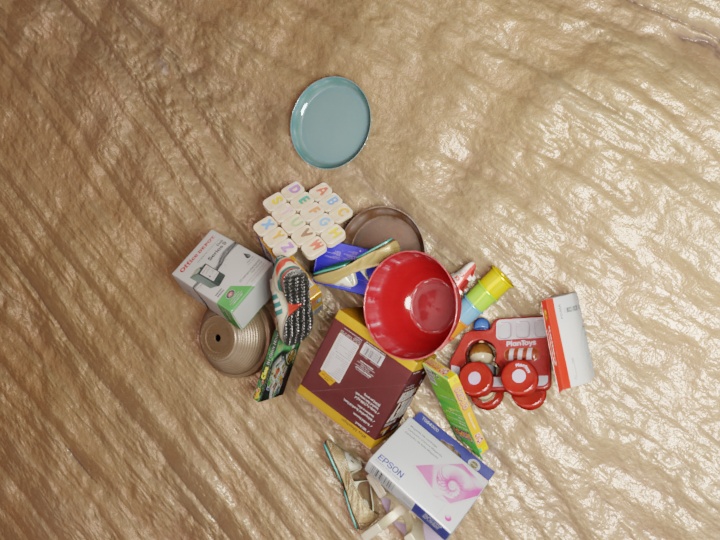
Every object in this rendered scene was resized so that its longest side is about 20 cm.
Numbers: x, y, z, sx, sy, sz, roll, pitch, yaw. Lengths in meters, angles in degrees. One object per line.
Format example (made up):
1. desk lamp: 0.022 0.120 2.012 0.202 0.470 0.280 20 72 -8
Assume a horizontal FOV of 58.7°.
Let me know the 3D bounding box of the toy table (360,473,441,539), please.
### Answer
1. toy table: 0.092 0.478 1.290 0.200 0.117 0.184 43 105 19

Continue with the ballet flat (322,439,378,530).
1. ballet flat: -0.016 0.450 1.375 0.065 0.071 0.202 -23 83 -6

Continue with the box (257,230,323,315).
1. box: -0.155 0.001 1.399 0.041 0.119 0.201 -34 74 -13

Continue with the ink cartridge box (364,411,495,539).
1. ink cartridge box: 0.141 0.376 1.227 0.196 0.200 0.044 36 135 19

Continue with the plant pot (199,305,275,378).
1. plant pot: -0.303 0.151 1.479 0.198 0.093 0.204 0 89 23

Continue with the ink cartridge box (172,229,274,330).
1. ink cartridge box: -0.301 0.018 1.440 0.199 0.084 0.146 27 66 27

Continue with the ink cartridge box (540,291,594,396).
1. ink cartridge box: 0.365 0.123 1.124 0.047 0.200 0.162 -12 85 23

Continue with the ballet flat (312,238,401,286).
1. ballet flat: -0.006 0.000 1.282 0.198 0.069 0.064 -23 94 23

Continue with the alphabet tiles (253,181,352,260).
1. alphabet tiles: -0.123 -0.110 1.371 0.195 0.015 0.200 -33 58 -17

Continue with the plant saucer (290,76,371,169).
1. plant saucer: -0.063 -0.322 1.411 0.198 0.027 0.203 0 90 23

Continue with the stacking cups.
1. stacking cups: 0.212 0.079 1.269 0.200 0.060 0.061 -46 73 17

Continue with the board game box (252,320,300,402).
1. board game box: -0.174 0.187 1.415 0.023 0.104 0.202 23 98 25

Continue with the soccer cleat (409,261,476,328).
1. soccer cleat: 0.152 0.048 1.293 0.085 0.068 0.200 45 110 16

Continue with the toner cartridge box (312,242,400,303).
1. toner cartridge box: 0.000 0.000 1.336 0.198 0.043 0.096 14 97 24

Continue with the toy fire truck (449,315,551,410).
1. toy fire truck: 0.271 0.171 1.229 0.198 0.112 0.170 -5 62 25

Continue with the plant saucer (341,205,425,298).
1. plant saucer: 0.049 -0.034 1.356 0.198 0.034 0.203 0 91 25

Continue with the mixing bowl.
1. mixing bowl: 0.116 0.066 1.216 0.198 0.108 0.203 -2 86 34

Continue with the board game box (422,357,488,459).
1. board game box: 0.185 0.266 1.228 0.030 0.095 0.202 -29 112 -16

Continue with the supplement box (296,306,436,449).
1. supplement box: 0.014 0.213 1.316 0.196 0.133 0.202 32 102 20

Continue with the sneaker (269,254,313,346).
1. sneaker: -0.146 0.058 1.316 0.094 0.070 0.202 50 147 46
